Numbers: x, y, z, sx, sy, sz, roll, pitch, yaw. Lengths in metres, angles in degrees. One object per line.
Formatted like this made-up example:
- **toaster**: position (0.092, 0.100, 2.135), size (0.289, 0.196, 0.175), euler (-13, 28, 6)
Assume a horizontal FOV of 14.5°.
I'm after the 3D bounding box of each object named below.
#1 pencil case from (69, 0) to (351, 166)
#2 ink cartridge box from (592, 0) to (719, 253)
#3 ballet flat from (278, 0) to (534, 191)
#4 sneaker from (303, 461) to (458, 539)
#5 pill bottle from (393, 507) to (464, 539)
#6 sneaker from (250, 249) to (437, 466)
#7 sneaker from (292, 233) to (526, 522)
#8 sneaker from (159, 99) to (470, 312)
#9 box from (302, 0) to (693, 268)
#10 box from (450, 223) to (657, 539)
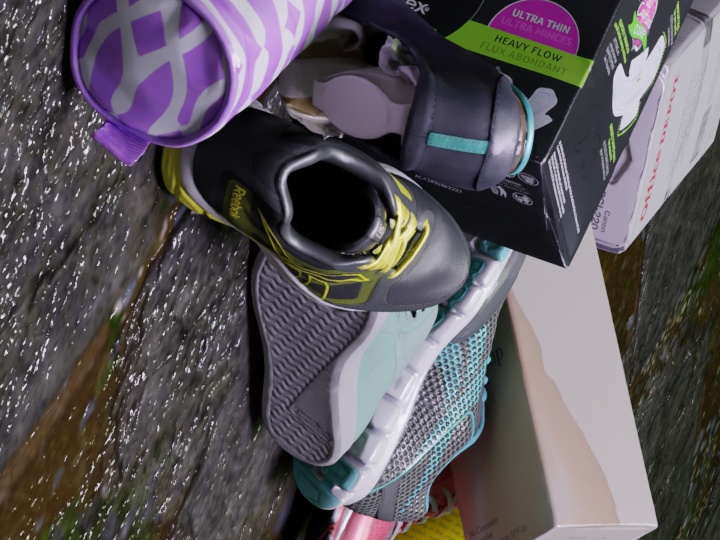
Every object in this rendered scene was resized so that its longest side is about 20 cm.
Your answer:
- **pencil case**: position (-0.046, -0.125, 1.197), size (0.086, 0.084, 0.200), euler (-52, 176, 39)
- **ink cartridge box**: position (0.190, -0.122, 1.933), size (0.200, 0.085, 0.146), euler (-48, 153, -56)
- **ballet flat**: position (0.004, -0.083, 1.229), size (0.073, 0.200, 0.073), euler (-8, 111, -22)
- **sneaker**: position (0.036, 0.120, 1.692), size (0.200, 0.087, 0.074), euler (-59, -178, -31)
- **pill bottle**: position (0.050, 0.160, 1.782), size (0.201, 0.104, 0.104), euler (-64, 162, -19)
- **sneaker**: position (0.000, 0.000, 1.490), size (0.118, 0.074, 0.201), euler (-53, 163, -37)
- **sneaker**: position (0.042, 0.057, 1.618), size (0.091, 0.078, 0.200), euler (33, 90, -43)
- **sneaker**: position (-0.008, -0.018, 1.317), size (0.200, 0.085, 0.075), euler (25, 92, -46)
- **box**: position (0.074, -0.132, 1.438), size (0.201, 0.148, 0.124), euler (-63, 161, -19)
- **box**: position (0.100, 0.070, 1.666), size (0.095, 0.077, 0.201), euler (-39, -124, 49)
